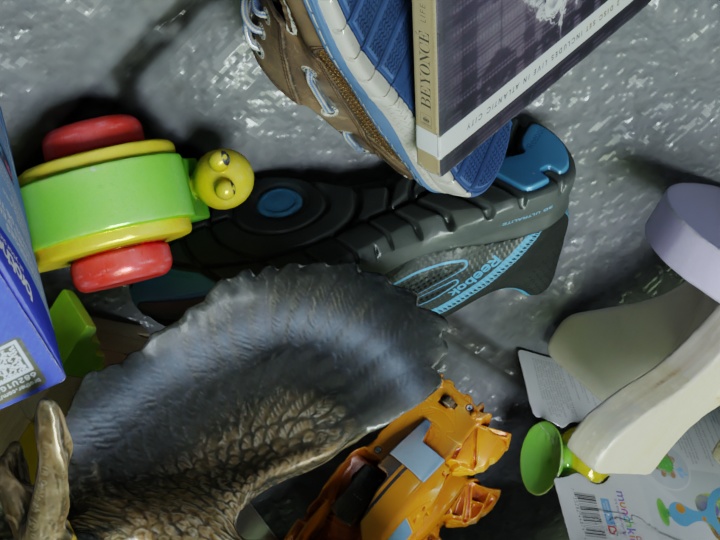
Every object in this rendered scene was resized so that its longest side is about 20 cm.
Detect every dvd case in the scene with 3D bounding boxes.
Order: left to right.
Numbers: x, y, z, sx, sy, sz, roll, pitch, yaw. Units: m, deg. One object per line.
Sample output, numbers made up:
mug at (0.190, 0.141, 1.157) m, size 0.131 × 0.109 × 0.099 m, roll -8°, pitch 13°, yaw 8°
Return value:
dvd case at (0.068, -0.152, 0.712) m, size 0.149 × 0.016 × 0.201 m, roll -40°, pitch 143°, yaw -34°

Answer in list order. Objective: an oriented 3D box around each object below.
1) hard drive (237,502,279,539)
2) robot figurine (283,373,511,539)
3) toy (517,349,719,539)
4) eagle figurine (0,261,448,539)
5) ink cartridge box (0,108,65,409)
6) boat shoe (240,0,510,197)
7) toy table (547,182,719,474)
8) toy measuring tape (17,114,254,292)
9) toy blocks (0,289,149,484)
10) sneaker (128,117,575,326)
hard drive at (-0.129, 0.157, 0.829) m, size 0.200 × 0.038 × 0.140 m, roll -42°, pitch 152°, yaw -10°
robot figurine at (-0.011, 0.147, 0.884) m, size 0.200 × 0.058 × 0.145 m, roll -49°, pitch 162°, yaw -20°
toy at (0.163, 0.111, 0.971) m, size 0.199 × 0.116 × 0.047 m, roll 14°, pitch 135°, yaw -31°
eagle figurine at (-0.057, 0.098, 0.735) m, size 0.200 × 0.151 × 0.152 m, roll -25°, pitch 163°, yaw -51°
ink cartridge box at (-0.185, -0.002, 0.674) m, size 0.136 × 0.200 × 0.077 m, roll -23°, pitch 134°, yaw 0°
boat shoe at (-0.008, -0.094, 0.740) m, size 0.072 × 0.072 × 0.200 m, roll 10°, pitch 151°, yaw 30°
toy table at (0.180, 0.044, 0.881) m, size 0.199 × 0.184 × 0.117 m, roll 16°, pitch 112°, yaw -40°
toy measuring tape at (-0.138, -0.018, 0.765) m, size 0.199 × 0.074 × 0.074 m, roll -13°, pitch 133°, yaw -10°
toy blocks at (-0.129, 0.098, 0.870) m, size 0.136 × 0.100 × 0.200 m, roll 14°, pitch 117°, yaw -45°
sneaker at (0.000, 0.000, 0.835) m, size 0.199 × 0.073 × 0.082 m, roll -13°, pitch 135°, yaw -9°
